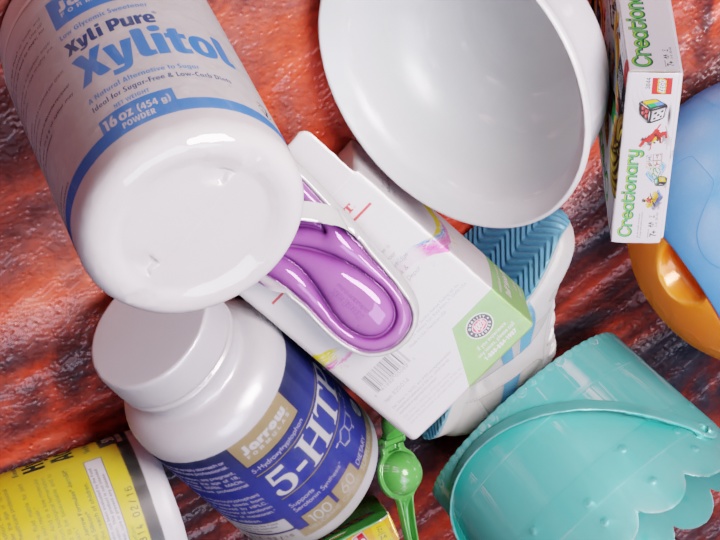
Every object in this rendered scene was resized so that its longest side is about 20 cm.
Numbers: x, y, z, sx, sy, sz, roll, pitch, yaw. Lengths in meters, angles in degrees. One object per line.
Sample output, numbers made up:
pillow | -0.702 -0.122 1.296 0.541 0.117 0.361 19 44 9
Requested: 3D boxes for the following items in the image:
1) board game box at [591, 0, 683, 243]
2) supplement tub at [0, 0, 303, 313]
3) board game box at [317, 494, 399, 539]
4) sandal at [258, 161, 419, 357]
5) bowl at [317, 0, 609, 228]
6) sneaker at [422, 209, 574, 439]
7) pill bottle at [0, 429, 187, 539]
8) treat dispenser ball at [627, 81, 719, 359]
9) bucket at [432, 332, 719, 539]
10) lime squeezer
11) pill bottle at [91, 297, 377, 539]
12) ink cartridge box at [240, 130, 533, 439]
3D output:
board game box | 0.166 -0.128 1.459 0.035 0.200 0.126 1 130 0
supplement tub | -0.122 -0.083 1.355 0.132 0.200 0.132 -14 133 -16
board game box | -0.023 0.193 1.670 0.095 0.030 0.200 -27 177 -3
sandal | -0.044 -0.018 1.477 0.202 0.050 0.083 34 106 -12
bowl | 0.078 -0.134 1.447 0.090 0.201 0.201 -40 146 -39
sneaker | 0.100 0.031 1.658 0.081 0.077 0.200 -2 135 -37
pill bottle | -0.221 0.188 1.600 0.200 0.111 0.111 -19 134 -11
treat dispenser ball | 0.277 -0.033 1.592 0.200 0.201 0.201 -14 132 -15
bucket | 0.159 0.152 1.691 0.207 0.135 0.207 -38 162 -14
lime squeezer | 0.042 0.133 1.659 0.038 0.071 0.200 -34 143 -49
pill bottle | -0.085 0.088 1.575 0.120 0.120 0.200 -37 134 7
ink cartridge box | 0.000 0.000 1.549 0.200 0.067 0.117 41 105 -16
